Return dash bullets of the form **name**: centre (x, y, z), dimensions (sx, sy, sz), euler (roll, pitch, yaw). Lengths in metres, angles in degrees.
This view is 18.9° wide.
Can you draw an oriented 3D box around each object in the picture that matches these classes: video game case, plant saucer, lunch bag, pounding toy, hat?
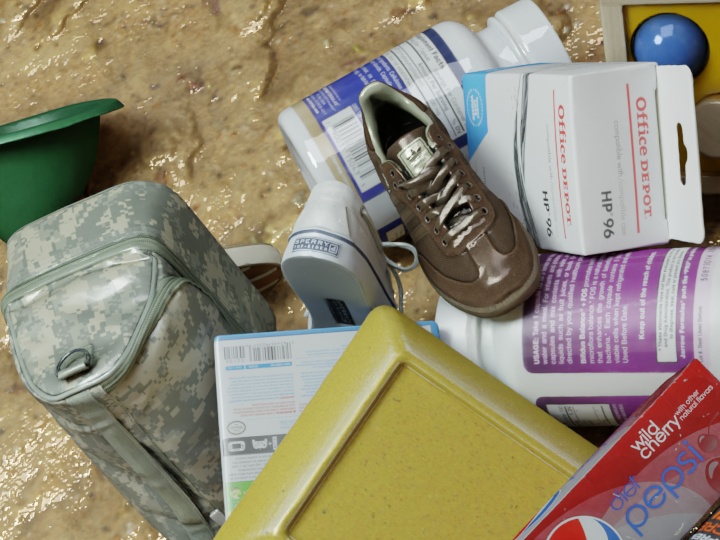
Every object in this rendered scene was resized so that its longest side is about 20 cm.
- **video game case**: centre (-0.013, 0.135, 1.338), dimensions (0.142, 0.018, 0.202), euler (-4, 74, -5)
- **plant saucer**: centre (0.040, 0.146, 1.303), dimensions (0.199, 0.048, 0.201), euler (34, 75, 5)
- **lunch bag**: centre (-0.138, 0.069, 1.424), dimensions (0.139, 0.200, 0.169), euler (-19, 45, 17)
- **pounding toy**: centre (0.261, -0.113, 1.434), dimensions (0.183, 0.201, 0.142), euler (1, 32, 18)
- **hat**: centre (-0.242, -0.026, 1.668), dimensions (0.164, 0.177, 0.200), euler (-14, 9, 11)

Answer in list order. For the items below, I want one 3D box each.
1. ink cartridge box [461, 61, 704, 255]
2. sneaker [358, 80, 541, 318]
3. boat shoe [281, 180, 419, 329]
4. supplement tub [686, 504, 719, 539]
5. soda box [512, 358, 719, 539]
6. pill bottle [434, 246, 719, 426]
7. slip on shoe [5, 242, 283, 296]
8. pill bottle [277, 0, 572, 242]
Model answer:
- **ink cartridge box**: centre (0.140, -0.074, 1.400), dimensions (0.067, 0.117, 0.200), euler (-9, 8, -22)
- **sneaker**: centre (0.046, -0.047, 1.387), dimensions (0.070, 0.076, 0.200), euler (-39, 42, 4)
- **boat shoe**: centre (-0.005, -0.001, 1.417), dimensions (0.074, 0.202, 0.087), euler (7, 65, 17)
- **supplement tub**: centre (0.223, 0.190, 1.230), dimensions (0.200, 0.107, 0.107), euler (-43, 49, -16)
- **soda box**: centre (0.145, 0.146, 1.256), dimensions (0.070, 0.063, 0.200), euler (45, 75, 5)
- **pill bottle**: centre (0.153, 0.043, 1.380), dimensions (0.198, 0.113, 0.113), euler (-2, 51, 21)
- **slip on shoe**: centre (-0.155, 0.006, 1.545), dimensions (0.199, 0.076, 0.061), euler (-17, 63, -5)
- **pill bottle**: centre (0.053, -0.106, 1.542), dimensions (0.199, 0.120, 0.120), euler (-29, 47, -3)
